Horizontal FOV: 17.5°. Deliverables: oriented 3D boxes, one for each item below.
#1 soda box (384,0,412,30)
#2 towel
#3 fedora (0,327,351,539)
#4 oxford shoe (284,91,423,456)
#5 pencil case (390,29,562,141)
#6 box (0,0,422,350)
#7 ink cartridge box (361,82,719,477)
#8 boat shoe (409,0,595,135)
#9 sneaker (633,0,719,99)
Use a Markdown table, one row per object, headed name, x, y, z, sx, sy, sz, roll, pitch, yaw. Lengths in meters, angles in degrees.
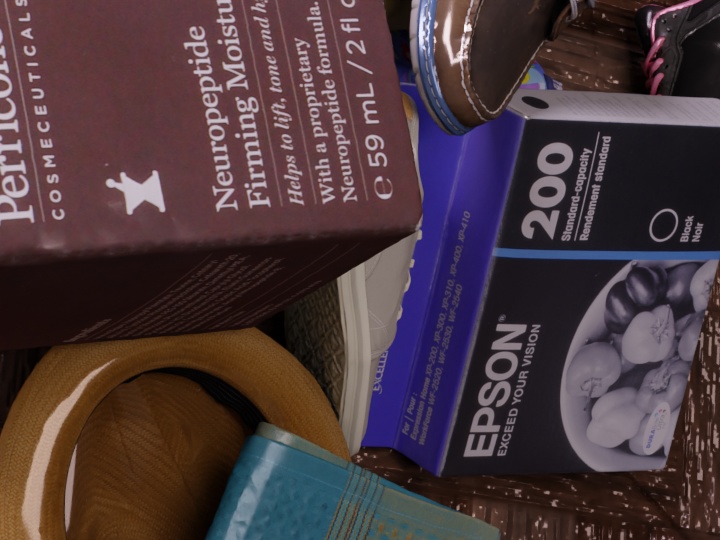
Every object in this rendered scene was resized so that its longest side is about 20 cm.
| name | x | y | z | sx | sy | sz | roll | pitch | yaw |
| --- | --- | --- | --- | --- | --- | --- | --- | --- | --- |
| soda box | 0.027 | -0.164 | 1.159 | 0.068 | 0.064 | 0.200 | 41 | 28 | 22 |
| towel | -0.028 | 0.185 | 1.063 | 0.146 | 0.022 | 0.201 | 28 | 80 | -30 |
| fedora | -0.096 | 0.114 | 1.083 | 0.200 | 0.082 | 0.201 | 1 | 88 | -32 |
| oxford shoe | 0.000 | 0.000 | 1.107 | 0.058 | 0.075 | 0.201 | -12 | 119 | -27 |
| pencil case | 0.005 | -0.086 | 1.159 | 0.200 | 0.078 | 0.087 | 7 | 42 | -39 |
| box | -0.109 | -0.065 | 0.965 | 0.199 | 0.164 | 0.166 | -5 | 78 | -31 |
| ink cartridge box | 0.088 | 0.008 | 1.177 | 0.199 | 0.043 | 0.199 | 1 | 113 | -28 |
| boat shoe | 0.082 | -0.151 | 1.097 | 0.072 | 0.072 | 0.200 | 49 | 51 | -43 |
| sneaker | 0.182 | -0.102 | 1.297 | 0.095 | 0.079 | 0.200 | 34 | 63 | 5 |
